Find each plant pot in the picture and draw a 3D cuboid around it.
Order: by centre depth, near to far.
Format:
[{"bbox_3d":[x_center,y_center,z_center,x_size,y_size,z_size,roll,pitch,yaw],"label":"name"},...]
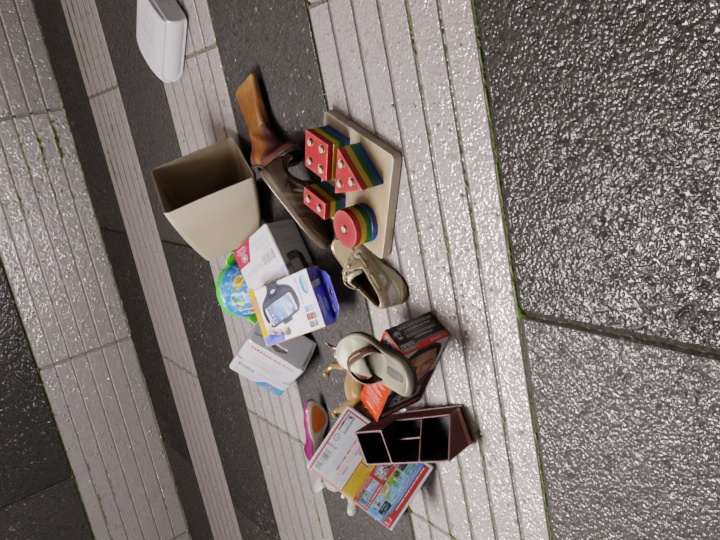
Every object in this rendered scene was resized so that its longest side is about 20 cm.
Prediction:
[{"bbox_3d":[-0.324,-0.145,1.553,0.200,0.199,0.178,-123,13,-48],"label":"plant pot"}]

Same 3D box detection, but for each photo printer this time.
[{"bbox_3d":[-0.483,-0.569,1.693,0.167,0.069,0.200,55,147,23],"label":"photo printer"}]

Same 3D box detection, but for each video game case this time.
[{"bbox_3d":[0.017,0.373,1.333,0.200,0.143,0.017,34,179,10],"label":"video game case"}]

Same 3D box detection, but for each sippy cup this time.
[{"bbox_3d":[-0.244,0.042,1.625,0.130,0.140,0.178,-3,147,47],"label":"sippy cup"}]

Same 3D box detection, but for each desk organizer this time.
[{"bbox_3d":[0.091,0.291,1.227,0.199,0.077,0.072,-18,92,43],"label":"desk organizer"}]

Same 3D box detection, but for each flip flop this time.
[{"bbox_3d":[0.015,0.157,1.142,0.200,0.057,0.082,22,124,52],"label":"flip flop"}]

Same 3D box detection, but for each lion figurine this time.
[{"bbox_3d":[-0.009,0.227,1.404,0.122,0.072,0.201,-23,82,42],"label":"lion figurine"}]

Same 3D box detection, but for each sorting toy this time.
[{"bbox_3d":[-0.025,-0.144,1.215,0.199,0.069,0.201,41,139,39],"label":"sorting toy"}]

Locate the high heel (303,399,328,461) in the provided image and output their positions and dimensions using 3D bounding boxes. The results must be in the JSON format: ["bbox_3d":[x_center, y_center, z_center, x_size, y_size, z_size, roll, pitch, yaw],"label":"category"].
[{"bbox_3d":[-0.120,0.380,1.675,0.096,0.067,0.201,15,133,42],"label":"high heel"}]

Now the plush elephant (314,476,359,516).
[{"bbox_3d":[-0.002,0.420,1.421,0.200,0.154,0.165,55,146,22],"label":"plush elephant"}]

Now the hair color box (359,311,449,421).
[{"bbox_3d":[0.073,0.169,1.212,0.061,0.101,0.201,51,145,30],"label":"hair color box"}]

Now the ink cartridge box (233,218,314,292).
[{"bbox_3d":[-0.170,0.012,1.494,0.147,0.085,0.201,-32,80,43],"label":"ink cartridge box"}]

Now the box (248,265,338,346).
[{"bbox_3d":[-0.130,0.070,1.391,0.199,0.041,0.120,-23,85,40],"label":"box"}]

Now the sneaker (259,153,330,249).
[{"bbox_3d":[-0.106,-0.131,1.345,0.200,0.075,0.070,52,179,-22],"label":"sneaker"}]

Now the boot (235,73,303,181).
[{"bbox_3d":[-0.185,-0.298,1.412,0.188,0.068,0.201,-15,87,67],"label":"boot"}]

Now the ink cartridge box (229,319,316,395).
[{"bbox_3d":[-0.206,0.197,1.628,0.144,0.085,0.200,31,148,-7],"label":"ink cartridge box"}]

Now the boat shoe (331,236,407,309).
[{"bbox_3d":[0.000,0.000,1.263,0.200,0.065,0.072,44,141,36],"label":"boat shoe"}]
